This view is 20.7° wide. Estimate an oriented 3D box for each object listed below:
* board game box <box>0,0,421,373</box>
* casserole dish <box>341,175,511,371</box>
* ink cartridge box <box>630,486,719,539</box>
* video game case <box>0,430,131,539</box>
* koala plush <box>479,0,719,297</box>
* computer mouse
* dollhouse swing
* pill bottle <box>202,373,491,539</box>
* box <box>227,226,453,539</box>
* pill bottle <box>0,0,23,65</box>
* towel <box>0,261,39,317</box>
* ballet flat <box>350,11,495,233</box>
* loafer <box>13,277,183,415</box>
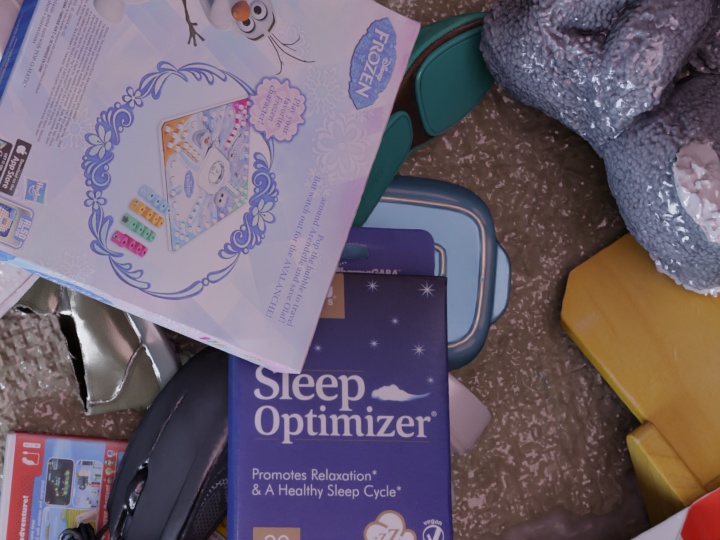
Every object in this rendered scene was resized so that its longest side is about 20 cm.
[{"bbox_3d":[-0.089,-0.075,1.011,0.198,0.043,0.201,24,80,-23],"label":"board game box"},{"bbox_3d":[0.000,0.000,1.194,0.199,0.039,0.122,5,89,-12],"label":"casserole dish"},{"bbox_3d":[0.195,0.210,1.161,0.199,0.047,0.160,-29,136,2],"label":"ink cartridge box"},{"bbox_3d":[-0.118,0.175,1.178,0.199,0.017,0.144,6,88,-12],"label":"video game case"},{"bbox_3d":[0.181,-0.087,1.152,0.183,0.177,0.201,-19,79,-4],"label":"koala plush"},{"bbox_3d":[-0.098,0.108,1.104,0.053,0.138,0.200,43,79,-35],"label":"computer mouse"},{"bbox_3d":[0.244,0.073,1.242,0.199,0.176,0.182,-33,137,-10],"label":"dollhouse swing"},{"bbox_3d":[-0.017,0.139,1.133,0.113,0.113,0.200,39,81,-8],"label":"pill bottle"},{"bbox_3d":[-0.012,0.068,1.071,0.120,0.032,0.201,2,74,-11],"label":"box"},{"bbox_3d":[-0.141,-0.133,1.090,0.199,0.112,0.113,-22,94,-41],"label":"pill bottle"},{"bbox_3d":[-0.261,-0.050,1.072,0.200,0.191,0.032,41,54,-7],"label":"towel"},{"bbox_3d":[0.013,-0.098,1.175,0.070,0.068,0.200,20,51,29],"label":"ballet flat"},{"bbox_3d":[-0.174,-0.003,1.140,0.069,0.075,0.201,-30,95,-14],"label":"loafer"}]
